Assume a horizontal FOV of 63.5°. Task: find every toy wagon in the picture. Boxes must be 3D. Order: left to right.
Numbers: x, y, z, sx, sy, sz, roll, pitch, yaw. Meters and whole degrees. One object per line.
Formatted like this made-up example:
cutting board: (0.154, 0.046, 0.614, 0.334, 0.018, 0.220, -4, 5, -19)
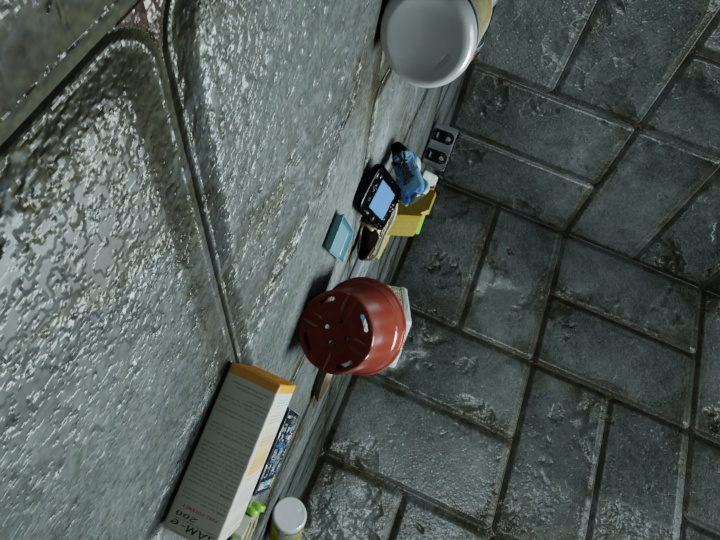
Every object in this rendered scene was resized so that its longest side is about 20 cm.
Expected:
toy wagon: (-0.255, 0.567, 1.207, 0.200, 0.039, 0.159, 85, 26, -75)

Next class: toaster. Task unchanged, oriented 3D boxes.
toaster: (0.342, -0.523, 2.473, 0.200, 0.116, 0.185, -40, 152, -76)

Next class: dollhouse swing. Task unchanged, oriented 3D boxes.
dollhouse swing: (0.135, -0.136, 1.778, 0.201, 0.176, 0.180, -60, 150, -54)

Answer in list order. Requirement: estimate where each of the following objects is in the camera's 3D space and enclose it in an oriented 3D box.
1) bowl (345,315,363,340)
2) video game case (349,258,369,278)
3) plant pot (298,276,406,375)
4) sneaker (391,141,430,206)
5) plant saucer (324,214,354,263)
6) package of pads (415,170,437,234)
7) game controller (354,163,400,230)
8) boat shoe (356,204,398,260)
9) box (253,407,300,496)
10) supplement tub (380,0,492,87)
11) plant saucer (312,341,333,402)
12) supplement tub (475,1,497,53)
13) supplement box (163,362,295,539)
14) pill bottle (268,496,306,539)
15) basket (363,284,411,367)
bowl: (-0.020, 0.171, 1.784, 0.201, 0.038, 0.207, -167, -91, -88)
video game case: (0.000, 0.000, 1.640, 0.183, 0.021, 0.205, 94, 18, -71)
plant pot: (-0.022, 0.115, 1.135, 0.206, 0.196, 0.195, -68, 166, 4)
sneaker: (0.101, -0.229, 1.357, 0.077, 0.090, 0.203, -32, -142, 17)
plant saucer: (-0.040, -0.060, 1.114, 0.200, 0.018, 0.072, 45, 66, -83)
package of pads: (0.172, -0.228, 1.952, 0.154, 0.067, 0.205, 13, -98, 69)
game controller: (0.040, -0.152, 1.243, 0.107, 0.041, 0.200, -70, 161, -4)
boat shoe: (0.036, -0.113, 1.370, 0.074, 0.073, 0.208, -27, 135, -54)
box: (-0.174, 0.341, 1.124, 0.201, 0.045, 0.163, 90, 21, -73)
supplement tub: (0.120, -0.380, 0.870, 0.202, 0.141, 0.147, -62, 172, -46)
plant saucer: (-0.096, 0.288, 1.726, 0.200, 0.029, 0.206, 21, 89, -84)
supplement tub: (0.257, -0.612, 1.413, 0.202, 0.120, 0.125, 100, 14, -61)
supplement box: (-0.160, 0.228, 0.743, 0.126, 0.072, 0.205, 81, 30, -79)
pill bottle: (-0.238, 0.827, 1.874, 0.114, 0.110, 0.203, -61, 170, -47)
basket: (0.065, 0.175, 1.934, 0.202, 0.156, 0.202, -95, -161, -57)
